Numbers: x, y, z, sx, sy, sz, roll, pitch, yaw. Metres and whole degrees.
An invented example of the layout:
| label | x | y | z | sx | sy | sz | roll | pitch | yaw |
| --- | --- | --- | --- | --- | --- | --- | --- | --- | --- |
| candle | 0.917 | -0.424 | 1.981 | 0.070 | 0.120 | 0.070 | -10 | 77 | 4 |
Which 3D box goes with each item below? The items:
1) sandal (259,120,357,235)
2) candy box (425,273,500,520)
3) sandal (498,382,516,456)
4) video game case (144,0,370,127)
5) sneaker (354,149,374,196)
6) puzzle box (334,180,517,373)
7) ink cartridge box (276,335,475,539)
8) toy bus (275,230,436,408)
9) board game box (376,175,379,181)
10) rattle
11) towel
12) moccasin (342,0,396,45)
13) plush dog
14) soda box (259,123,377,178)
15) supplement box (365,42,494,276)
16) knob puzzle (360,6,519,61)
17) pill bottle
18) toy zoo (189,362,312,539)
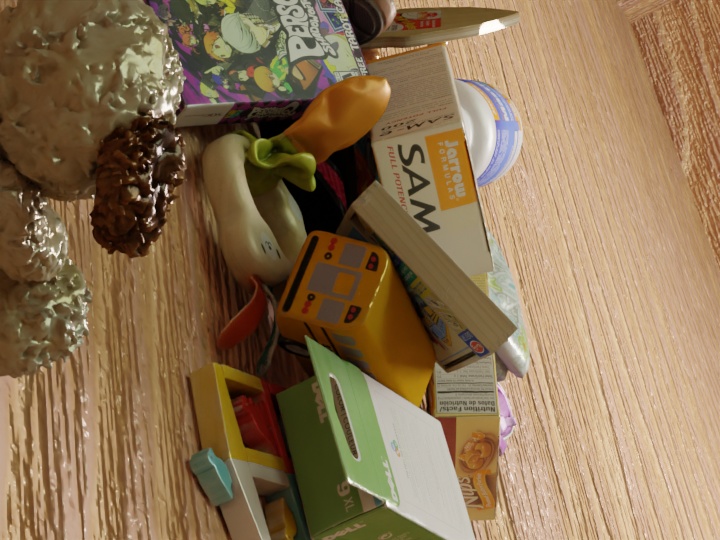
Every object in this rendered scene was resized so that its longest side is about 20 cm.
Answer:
| label | x | y | z | sx | sy | sz | roll | pitch | yaw |
| --- | --- | --- | --- | --- | --- | --- | --- | --- | --- |
| sandal | -0.036 | -0.053 | 1.289 | 0.045 | 0.075 | 0.202 | 11 | 57 | -54 |
| candy box | 0.080 | 0.089 | 1.367 | 0.201 | 0.055 | 0.116 | -91 | 179 | -50 |
| sandal | 0.111 | 0.130 | 1.486 | 0.083 | 0.049 | 0.203 | 62 | 18 | -6 |
| video game case | -0.094 | -0.204 | 1.250 | 0.180 | 0.036 | 0.202 | -7 | 70 | -40 |
| sneaker | 0.000 | 0.000 | 1.340 | 0.077 | 0.072 | 0.202 | 25 | 51 | -76 |
| puzzle box | 0.038 | 0.011 | 1.161 | 0.133 | 0.025 | 0.200 | 45 | -9 | 2 |
| ink cartridge box | 0.001 | 0.128 | 1.097 | 0.200 | 0.059 | 0.105 | 38 | 31 | -56 |
| toy bus | -0.001 | 0.047 | 1.153 | 0.200 | 0.078 | 0.066 | 62 | 45 | -60 |
| board game box | 0.024 | -0.052 | 1.520 | 0.202 | 0.028 | 0.135 | 67 | 17 | 6 |
| rattle | -0.033 | -0.032 | 1.167 | 0.201 | 0.141 | 0.131 | -95 | 172 | -60 |
| towel | 0.089 | -0.015 | 1.530 | 0.200 | 0.048 | 0.172 | 52 | 19 | -38 |
| moccasin | -0.022 | -0.231 | 1.406 | 0.074 | 0.077 | 0.201 | 59 | -15 | -19 |
| plush dog | -0.161 | -0.074 | 0.793 | 0.160 | 0.171 | 0.202 | 33 | 37 | -57 |
| soda box | -0.058 | -0.155 | 1.368 | 0.201 | 0.063 | 0.069 | 57 | 19 | -20 |
| supplement box | 0.052 | -0.087 | 1.341 | 0.200 | 0.073 | 0.127 | -93 | 169 | -66 |
| knob puzzle | 0.042 | -0.206 | 1.494 | 0.220 | 0.217 | 0.031 | -52 | 138 | -70 |
| pill bottle | 0.088 | -0.135 | 1.674 | 0.113 | 0.111 | 0.200 | 65 | 17 | 3 |
| toy zoo | -0.051 | 0.133 | 1.076 | 0.200 | 0.020 | 0.132 | 30 | 39 | -61 |
